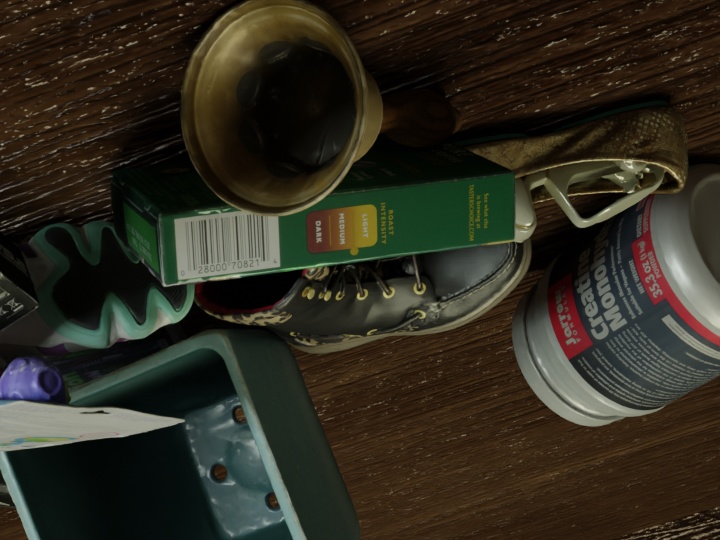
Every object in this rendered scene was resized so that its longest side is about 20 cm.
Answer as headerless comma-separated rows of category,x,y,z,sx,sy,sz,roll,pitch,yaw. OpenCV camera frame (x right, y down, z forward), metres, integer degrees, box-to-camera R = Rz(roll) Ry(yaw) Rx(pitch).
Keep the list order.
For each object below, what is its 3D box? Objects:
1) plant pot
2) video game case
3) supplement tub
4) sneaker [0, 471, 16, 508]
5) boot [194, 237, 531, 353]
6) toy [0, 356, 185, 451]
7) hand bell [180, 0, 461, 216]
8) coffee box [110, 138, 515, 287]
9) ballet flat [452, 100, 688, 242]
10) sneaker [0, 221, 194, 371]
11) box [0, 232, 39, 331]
plant pot,-0.107,0.154,1.120,0.195,0.197,0.200,-23,177,19
video game case,-0.214,0.070,1.114,0.181,0.023,0.200,-15,160,-2
supplement tub,0.219,0.023,1.150,0.140,0.141,0.200,-1,155,-36
sneaker,-0.346,0.184,1.227,0.199,0.083,0.071,4,153,-44
boot,0.000,0.000,1.022,0.199,0.074,0.150,-16,163,26
toy,-0.211,0.077,0.898,0.199,0.048,0.115,-17,161,39
hand bell,0.003,-0.083,0.817,0.104,0.105,0.200,-26,171,27
coffee box,-0.027,-0.036,0.850,0.199,0.044,0.123,-8,-163,-19
ballet flat,0.115,-0.055,0.969,0.199,0.066,0.071,-14,161,-4
sneaker,-0.205,0.031,0.952,0.199,0.078,0.140,-2,159,-10
box,-0.289,0.021,0.780,0.199,0.044,0.160,-33,145,6
